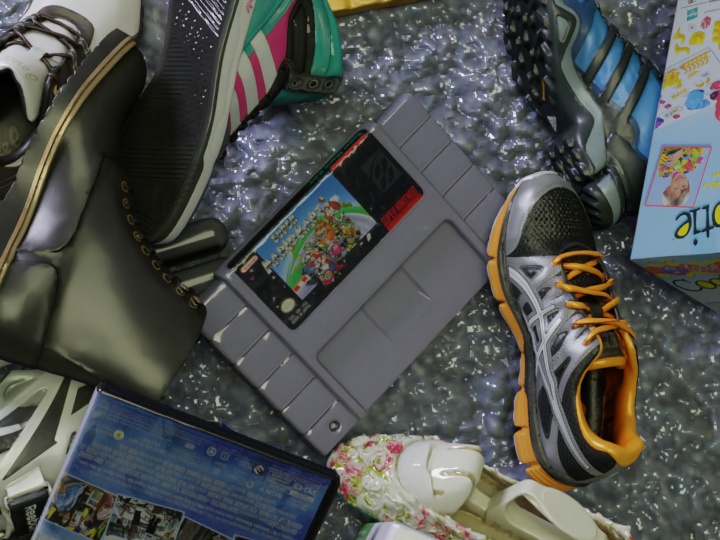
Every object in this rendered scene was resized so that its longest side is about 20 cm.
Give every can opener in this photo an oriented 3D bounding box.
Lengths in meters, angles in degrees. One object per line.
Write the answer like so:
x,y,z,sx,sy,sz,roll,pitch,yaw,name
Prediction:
-0.172,0.015,0.863,0.200,0.067,0.053,-18,83,-10,can opener

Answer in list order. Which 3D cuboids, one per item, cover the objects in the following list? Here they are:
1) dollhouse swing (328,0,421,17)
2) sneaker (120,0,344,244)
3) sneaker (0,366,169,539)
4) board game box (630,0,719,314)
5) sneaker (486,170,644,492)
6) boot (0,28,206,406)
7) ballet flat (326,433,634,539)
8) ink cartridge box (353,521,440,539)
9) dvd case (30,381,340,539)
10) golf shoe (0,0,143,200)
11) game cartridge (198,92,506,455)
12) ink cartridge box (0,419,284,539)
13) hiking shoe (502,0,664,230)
-0.016,-0.273,0.880,0.200,0.176,0.182,-12,81,-10,dollhouse swing
-0.074,-0.107,0.881,0.084,0.121,0.200,24,98,37,sneaker
-0.185,0.114,0.794,0.088,0.074,0.200,36,68,8,sneaker
0.255,-0.084,0.890,0.103,0.105,0.200,27,69,-38,board game box
0.135,0.035,0.882,0.078,0.077,0.200,-7,86,-31,sneaker
-0.132,-0.023,0.809,0.138,0.077,0.200,26,75,-6,boot
0.079,0.140,0.867,0.200,0.064,0.076,23,46,-1,ballet flat
0.006,0.249,0.803,0.084,0.145,0.200,25,77,-2,ink cartridge box
-0.115,0.175,0.783,0.143,0.018,0.200,22,99,-13,dvd case
-0.190,-0.124,0.874,0.078,0.094,0.200,22,76,-1,golf shoe
0.000,0.000,0.889,0.200,0.038,0.130,-46,109,-12,game cartridge
-0.148,0.133,0.854,0.200,0.039,0.100,8,69,-6,ink cartridge box
0.153,-0.129,0.935,0.087,0.074,0.200,-16,92,-17,hiking shoe
